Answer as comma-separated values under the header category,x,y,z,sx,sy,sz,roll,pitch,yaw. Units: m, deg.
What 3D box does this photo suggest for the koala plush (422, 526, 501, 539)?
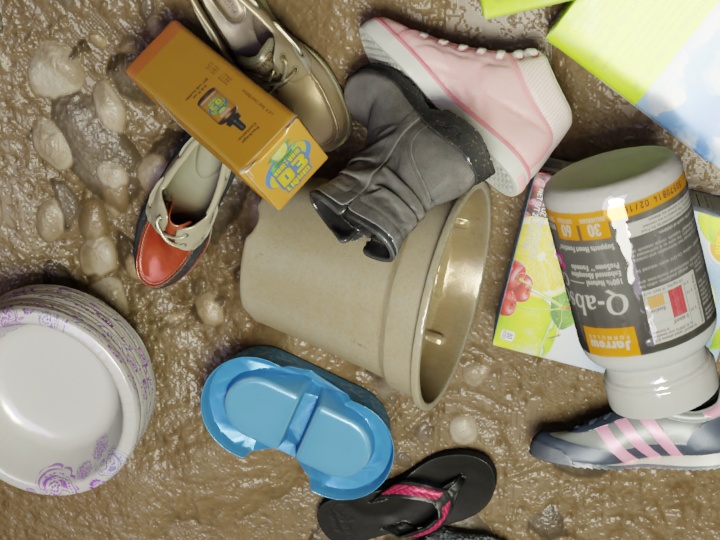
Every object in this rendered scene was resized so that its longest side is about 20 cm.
category,x,y,z,sx,sy,sz,roll,pitch,yaw
koala plush,0.106,0.369,1.268,0.176,0.200,0.184,-34,103,22

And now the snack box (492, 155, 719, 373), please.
category,x,y,z,sx,sy,sz,roll,pitch,yaw
snack box,0.231,0.004,1.166,0.197,0.068,0.171,13,113,4

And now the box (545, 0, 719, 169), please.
category,x,y,z,sx,sy,sz,roll,pitch,yaw
box,0.268,-0.184,1.091,0.199,0.048,0.122,36,114,-4

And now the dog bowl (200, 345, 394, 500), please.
category,x,y,z,sx,sy,sz,roll,pitch,yaw
dog bowl,-0.058,0.145,1.289,0.198,0.050,0.113,25,114,0

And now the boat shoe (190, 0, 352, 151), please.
category,x,y,z,sx,sy,sz,roll,pitch,yaw
boat shoe,-0.083,-0.183,1.149,0.072,0.065,0.201,-31,103,21

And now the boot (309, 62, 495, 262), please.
category,x,y,z,sx,sy,sz,roll,pitch,yaw
boot,0.006,-0.094,1.086,0.131,0.200,0.070,-37,127,-11

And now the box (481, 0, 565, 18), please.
category,x,y,z,sx,sy,sz,roll,pitch,yaw
box,0.138,-0.311,1.030,0.120,0.048,0.203,-9,101,23

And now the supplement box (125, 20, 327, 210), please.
category,x,y,z,sx,sy,sz,roll,pitch,yaw
supplement box,-0.115,-0.133,1.106,0.067,0.200,0.069,-45,139,-4

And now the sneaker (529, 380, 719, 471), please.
category,x,y,z,sx,sy,sz,roll,pitch,yaw
sneaker,0.255,0.141,1.228,0.197,0.070,0.083,-3,95,9

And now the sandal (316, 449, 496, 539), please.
category,x,y,z,sx,sy,sz,roll,pitch,yaw
sandal,0.046,0.237,1.309,0.198,0.045,0.076,-21,106,18

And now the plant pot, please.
category,x,y,z,sx,sy,sz,roll,pitch,yaw
plant pot,0.000,0.000,1.155,0.181,0.200,0.203,15,115,16

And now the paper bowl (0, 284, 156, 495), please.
category,x,y,z,sx,sy,sz,roll,pitch,yaw
paper bowl,-0.298,0.110,1.290,0.197,0.105,0.204,4,112,9

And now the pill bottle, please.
category,x,y,z,sx,sy,sz,roll,pitch,yaw
pill bottle,0.225,0.010,1.071,0.115,0.117,0.203,-13,106,15

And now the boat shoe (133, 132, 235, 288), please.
category,x,y,z,sx,sy,sz,roll,pitch,yaw
boat shoe,-0.162,-0.060,1.218,0.071,0.063,0.201,30,116,-5

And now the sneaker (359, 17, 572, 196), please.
category,x,y,z,sx,sy,sz,roll,pitch,yaw
sneaker,0.096,-0.165,1.127,0.105,0.075,0.200,-44,77,-11
